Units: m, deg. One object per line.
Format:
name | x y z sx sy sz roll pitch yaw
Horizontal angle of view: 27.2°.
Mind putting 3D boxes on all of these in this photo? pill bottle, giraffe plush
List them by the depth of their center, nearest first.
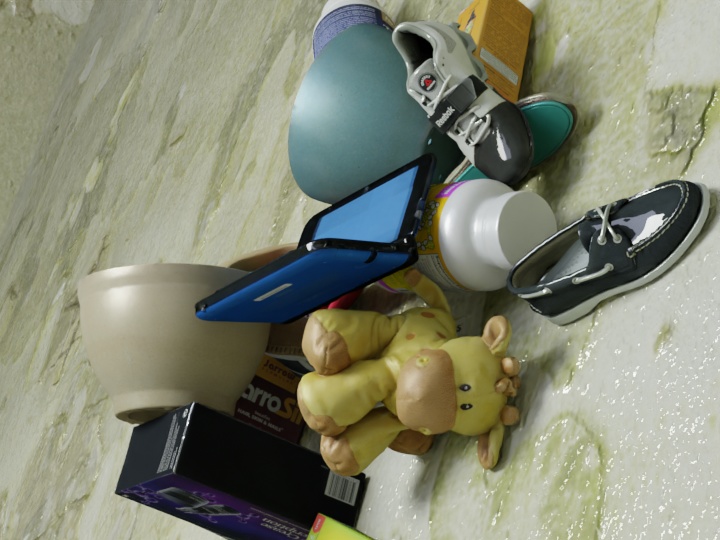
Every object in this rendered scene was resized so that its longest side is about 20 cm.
giraffe plush | 0.063 0.102 1.316 0.200 0.173 0.162 -32 26 -23
pill bottle | 0.091 -0.032 1.405 0.200 0.104 0.105 -3 61 54
pill bottle | -0.004 -0.268 1.862 0.111 0.111 0.200 -49 27 28

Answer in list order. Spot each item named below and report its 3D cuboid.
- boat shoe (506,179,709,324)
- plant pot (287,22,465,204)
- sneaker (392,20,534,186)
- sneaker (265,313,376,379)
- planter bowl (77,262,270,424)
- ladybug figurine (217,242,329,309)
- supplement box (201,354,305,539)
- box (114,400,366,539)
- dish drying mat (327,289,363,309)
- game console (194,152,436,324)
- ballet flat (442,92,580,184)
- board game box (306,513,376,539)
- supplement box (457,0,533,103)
boat shoe | 0.201 -0.019 1.233 0.200 0.060 0.076 -42 30 39
plant pot | 0.037 -0.148 1.591 0.134 0.200 0.201 24 85 31
sneaker | 0.088 -0.159 1.409 0.074 0.088 0.200 -52 53 31
sneaker | -0.014 0.095 1.562 0.199 0.108 0.070 17 75 36
planter bowl | -0.185 0.083 1.496 0.200 0.199 0.135 -24 63 55
ladybug figurine | -0.098 0.028 1.684 0.136 0.199 0.072 -134 33 -57
supplement box | -0.137 0.188 1.642 0.086 0.110 0.201 -8 58 61
box | -0.118 0.210 1.465 0.141 0.199 0.079 -23 46 56
dish drying mat | 0.000 0.000 1.573 0.077 0.018 0.200 -48 -5 -30
game console | -0.043 -0.032 1.387 0.200 0.170 0.119 -27 67 44
ballet flat | 0.142 -0.120 1.466 0.200 0.067 0.062 -40 12 38
board game box | -0.001 0.290 1.330 0.102 0.047 0.200 -65 23 -8
supplement box | 0.130 -0.216 1.554 0.067 0.069 0.201 -41 24 39
